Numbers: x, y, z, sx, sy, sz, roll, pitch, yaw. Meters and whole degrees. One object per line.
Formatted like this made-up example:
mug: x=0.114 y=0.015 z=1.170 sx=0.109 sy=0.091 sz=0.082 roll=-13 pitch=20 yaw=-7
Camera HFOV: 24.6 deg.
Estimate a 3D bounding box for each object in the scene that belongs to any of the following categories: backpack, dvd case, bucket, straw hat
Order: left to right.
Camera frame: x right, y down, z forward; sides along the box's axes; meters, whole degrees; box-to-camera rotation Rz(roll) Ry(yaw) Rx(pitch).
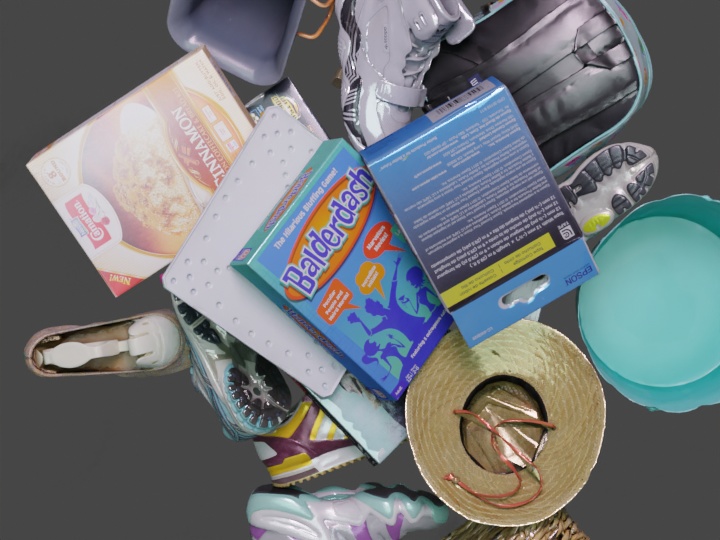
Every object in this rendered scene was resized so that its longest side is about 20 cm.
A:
dvd case: x=-0.003 y=0.066 z=1.586 sx=0.146 sy=0.022 sz=0.200 roll=-43 pitch=86 yaw=-14
straw hat: x=0.134 y=0.152 z=1.564 sx=0.200 sy=0.085 sz=0.202 roll=-1 pitch=69 yaw=3
backpack: x=0.176 y=-0.183 z=1.570 sx=0.200 sy=0.153 sz=0.176 roll=-33 pitch=86 yaw=28
bucket: x=0.300 y=0.031 z=1.580 sx=0.206 sy=0.135 sz=0.208 roll=0 pitch=91 yaw=3

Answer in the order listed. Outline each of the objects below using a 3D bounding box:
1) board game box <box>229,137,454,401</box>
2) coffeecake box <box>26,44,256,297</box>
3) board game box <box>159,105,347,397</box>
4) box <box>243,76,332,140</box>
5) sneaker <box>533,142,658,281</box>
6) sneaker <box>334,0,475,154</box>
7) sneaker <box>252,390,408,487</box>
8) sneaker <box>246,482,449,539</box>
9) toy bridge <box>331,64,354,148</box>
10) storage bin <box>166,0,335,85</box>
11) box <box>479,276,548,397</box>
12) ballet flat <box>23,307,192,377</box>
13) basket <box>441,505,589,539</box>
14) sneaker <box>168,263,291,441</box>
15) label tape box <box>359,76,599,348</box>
board game box: x=0.000 y=0.000 z=1.527 sx=0.200 sy=0.045 sz=0.152 roll=42 pitch=72 yaw=-20
coffeecake box: x=-0.191 y=-0.096 z=1.573 sx=0.200 sy=0.073 sz=0.154 roll=-33 pitch=102 yaw=4
board game box: x=-0.061 y=-0.017 z=1.536 sx=0.200 sy=0.026 sz=0.200 roll=36 pitch=75 yaw=-22
box: x=-0.081 y=-0.067 z=1.641 sx=0.159 sy=0.046 sz=0.200 roll=-35 pitch=88 yaw=2
sneaker: x=0.202 y=-0.054 z=1.581 sx=0.200 sy=0.080 sz=0.078 roll=-32 pitch=92 yaw=17
sneaker: x=0.043 y=-0.188 z=1.510 sx=0.115 sy=0.075 sz=0.201 roll=-8 pitch=88 yaw=38
sneaker: x=-0.012 y=0.139 z=1.623 sx=0.199 sy=0.075 sz=0.090 roll=-24 pitch=94 yaw=1
sneaker: x=-0.012 y=0.284 z=1.628 sx=0.199 sy=0.078 sz=0.141 roll=1 pitch=95 yaw=7
toy bridge: x=0.005 y=-0.178 z=1.622 sx=0.067 sy=0.027 sz=0.201 roll=29 pitch=73 yaw=-9
storage bin: x=-0.081 y=-0.296 z=1.565 sx=0.145 sy=0.200 sz=0.135 roll=26 pitch=52 yaw=3
box: x=0.150 y=0.076 z=1.634 sx=0.041 sy=0.039 sz=0.201 roll=12 pitch=90 yaw=3
ballet flat: x=-0.239 y=0.078 z=1.637 sx=0.199 sy=0.067 sz=0.068 roll=-10 pitch=90 yaw=2
basket: x=0.143 y=0.318 z=1.570 sx=0.200 sy=0.143 sz=0.149 roll=-37 pitch=100 yaw=1
sneaker: x=-0.146 y=0.077 z=1.605 sx=0.077 sy=0.086 sz=0.201 roll=-13 pitch=72 yaw=-36
label tape box: x=0.108 y=-0.053 z=1.496 sx=0.143 sy=0.066 sz=0.200 roll=-30 pitch=109 yaw=0
